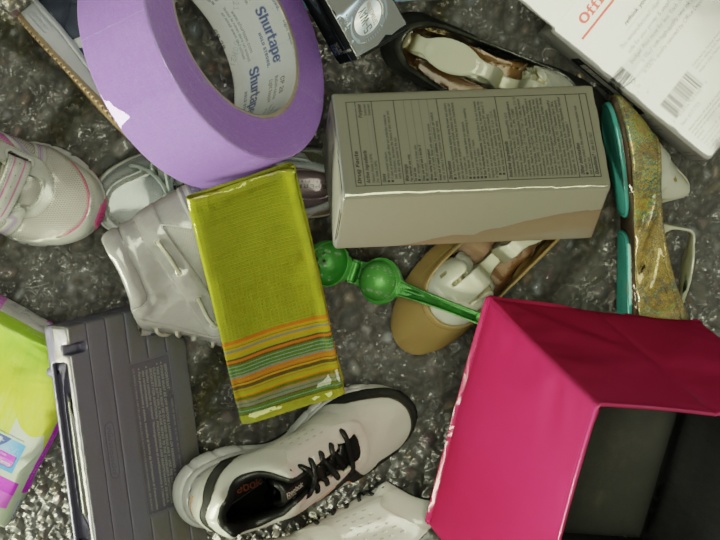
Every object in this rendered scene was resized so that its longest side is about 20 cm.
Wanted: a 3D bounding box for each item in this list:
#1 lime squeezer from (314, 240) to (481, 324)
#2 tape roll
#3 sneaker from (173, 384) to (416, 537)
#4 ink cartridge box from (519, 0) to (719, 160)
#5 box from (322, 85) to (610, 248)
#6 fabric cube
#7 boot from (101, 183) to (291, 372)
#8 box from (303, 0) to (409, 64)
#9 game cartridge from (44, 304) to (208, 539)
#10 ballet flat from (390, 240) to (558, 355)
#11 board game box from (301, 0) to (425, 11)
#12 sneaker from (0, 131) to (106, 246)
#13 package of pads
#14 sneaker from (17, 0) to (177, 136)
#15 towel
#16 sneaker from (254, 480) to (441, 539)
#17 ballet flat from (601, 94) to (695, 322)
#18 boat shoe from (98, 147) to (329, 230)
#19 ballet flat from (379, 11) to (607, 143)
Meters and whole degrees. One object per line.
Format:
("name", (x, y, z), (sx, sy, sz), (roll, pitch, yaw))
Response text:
("lime squeezer", (0.000, 0.000, 1.687), (0.199, 0.071, 0.038), (20, 77, -6))
("tape roll", (-0.113, -0.164, 1.595), (0.065, 0.200, 0.201), (-22, 97, 33))
("sneaker", (-0.040, 0.152, 1.678), (0.199, 0.080, 0.074), (-26, 109, -16))
("ink cartridge box", (0.221, -0.191, 1.694), (0.200, 0.068, 0.116), (39, 89, -6))
("box", (0.076, -0.077, 1.626), (0.199, 0.078, 0.095), (-1, 61, -7))
("fabric cube", (0.191, 0.152, 1.614), (0.199, 0.199, 0.197), (6, 108, -23))
("boot", (-0.124, 0.027, 1.664), (0.095, 0.074, 0.201), (-26, 124, 0))
("box", (-0.029, -0.229, 1.575), (0.043, 0.200, 0.161), (-30, 97, -2))
("game cartridge", (-0.176, 0.129, 1.673), (0.038, 0.129, 0.201), (-2, 97, 34))
("ballet flat", (0.100, -0.012, 1.704), (0.069, 0.063, 0.200), (44, 91, -8))
("board game box", (-0.009, -0.303, 1.688), (0.134, 0.034, 0.201), (-5, 95, -3))
("sneaker", (-0.290, -0.070, 1.654), (0.199, 0.088, 0.082), (17, 93, 2))
("package of pads", (-0.321, 0.081, 1.683), (0.199, 0.068, 0.155), (27, 93, -6))
("sneaker", (-0.161, -0.163, 1.642), (0.108, 0.070, 0.200), (-43, 64, -4))
("towel", (-0.068, 0.021, 1.627), (0.086, 0.018, 0.201), (-19, 122, -13))
("sneaker", (-0.004, 0.207, 1.720), (0.199, 0.074, 0.080), (-4, 83, -9))
("ballet flat", (0.226, -0.041, 1.707), (0.070, 0.071, 0.201), (-7, 103, -3))
("boat shoe", (-0.105, -0.061, 1.686), (0.201, 0.065, 0.075), (-2, 95, -4))
("ballet flat", (0.107, -0.140, 1.691), (0.199, 0.068, 0.068), (21, 91, -5))
